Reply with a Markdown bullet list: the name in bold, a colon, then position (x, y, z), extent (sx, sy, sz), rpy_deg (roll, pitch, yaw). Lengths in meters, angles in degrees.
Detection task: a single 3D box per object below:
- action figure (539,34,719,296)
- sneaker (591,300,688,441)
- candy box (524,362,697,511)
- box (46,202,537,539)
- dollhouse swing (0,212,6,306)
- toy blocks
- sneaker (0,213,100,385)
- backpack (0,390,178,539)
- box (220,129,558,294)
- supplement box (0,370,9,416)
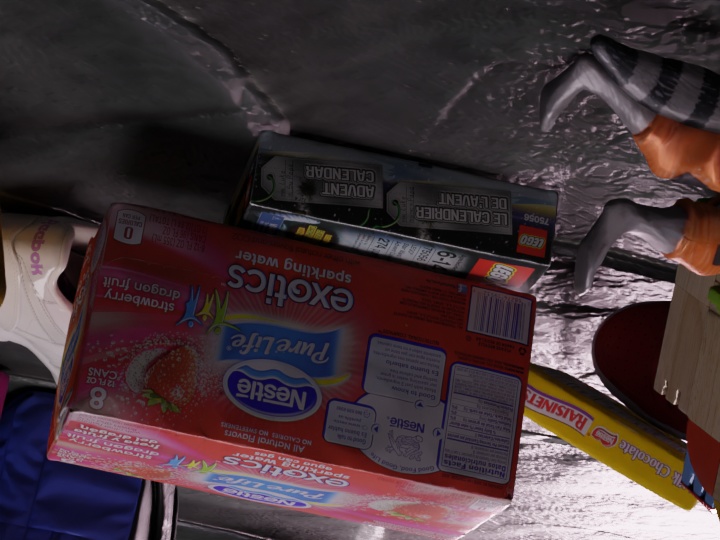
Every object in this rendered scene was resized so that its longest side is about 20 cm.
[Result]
- **action figure**: position (0.173, -0.023, 0.838), extent (0.193, 0.105, 0.200), rpy_deg (4, -156, -7)
- **sneaker**: position (0.187, 0.054, 1.046), extent (0.200, 0.071, 0.112), rpy_deg (20, 176, 24)
- **candy box**: position (0.130, 0.082, 1.141), extent (0.102, 0.026, 0.200), rpy_deg (28, -178, 12)
- **box**: position (-0.032, 0.048, 1.027), extent (0.200, 0.100, 0.095), rpy_deg (12, 159, -11)
- **dollhouse swing**: position (-0.278, 0.023, 0.990), extent (0.200, 0.176, 0.182), rpy_deg (22, 155, -38)
- **toy blocks**: position (0.183, 0.072, 0.926), extent (0.100, 0.137, 0.200), rpy_deg (-7, -152, -29)
- **sneaker**: position (-0.123, 0.029, 1.162), extent (0.100, 0.075, 0.200), rpy_deg (-4, 156, 34)
- **backpack**: position (-0.204, 0.194, 1.460), extent (0.168, 0.200, 0.163), rpy_deg (6, 160, 7)
- **box**: position (0.000, 0.000, 1.086), extent (0.137, 0.040, 0.200), rpy_deg (11, 160, -8)
- **supplement box**: position (-0.326, 0.099, 1.400), extent (0.200, 0.103, 0.101), rpy_deg (-9, 153, 35)
